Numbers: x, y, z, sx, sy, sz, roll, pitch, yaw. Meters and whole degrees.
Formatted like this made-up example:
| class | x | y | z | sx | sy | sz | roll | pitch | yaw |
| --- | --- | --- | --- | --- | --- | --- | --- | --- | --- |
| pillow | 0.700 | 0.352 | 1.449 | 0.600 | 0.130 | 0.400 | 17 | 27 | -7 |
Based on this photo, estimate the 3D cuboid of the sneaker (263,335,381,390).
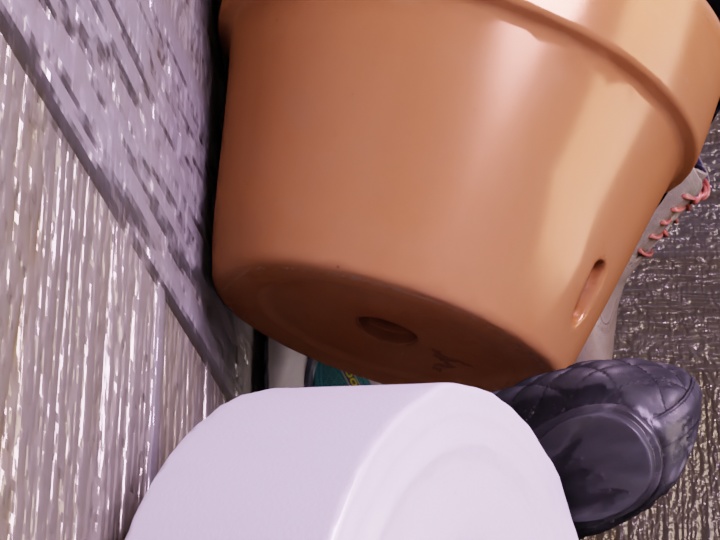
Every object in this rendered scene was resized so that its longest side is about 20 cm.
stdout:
| class | x | y | z | sx | sy | sz | roll | pitch | yaw |
| --- | --- | --- | --- | --- | --- | --- | --- | --- | --- |
| sneaker | 0.000 | 0.000 | 0.846 | 0.078 | 0.079 | 0.202 | 80 | 8 | -58 |

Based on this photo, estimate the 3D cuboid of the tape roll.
| class | x | y | z | sx | sy | sz | roll | pitch | yaw |
| --- | --- | --- | --- | --- | --- | --- | --- | --- | --- |
| tape roll | 0.003 | 0.136 | 0.557 | 0.202 | 0.070 | 0.205 | 10 | 79 | -61 |

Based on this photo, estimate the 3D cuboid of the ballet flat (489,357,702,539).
| class | x | y | z | sx | sy | sz | roll | pitch | yaw |
| --- | --- | --- | --- | --- | --- | --- | --- | --- | --- |
| ballet flat | 0.035 | 0.078 | 0.674 | 0.057 | 0.199 | 0.067 | -25 | 98 | -55 |

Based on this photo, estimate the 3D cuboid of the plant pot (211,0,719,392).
| class | x | y | z | sx | sy | sz | roll | pitch | yaw |
| --- | --- | --- | --- | --- | --- | --- | --- | --- | --- |
| plant pot | 0.028 | -0.039 | 0.700 | 0.200 | 0.198 | 0.141 | 73 | 33 | -68 |

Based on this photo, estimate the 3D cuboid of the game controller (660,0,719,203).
| class | x | y | z | sx | sy | sz | roll | pitch | yaw |
| --- | --- | --- | --- | --- | --- | --- | --- | --- | --- |
| game controller | 0.140 | -0.115 | 0.779 | 0.201 | 0.042 | 0.105 | 115 | -16 | -48 |

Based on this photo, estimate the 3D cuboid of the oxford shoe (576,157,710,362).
| class | x | y | z | sx | sy | sz | roll | pitch | yaw |
| --- | --- | --- | --- | --- | --- | --- | --- | --- | --- |
| oxford shoe | 0.132 | -0.031 | 0.906 | 0.070 | 0.074 | 0.202 | -41 | 139 | -72 |
